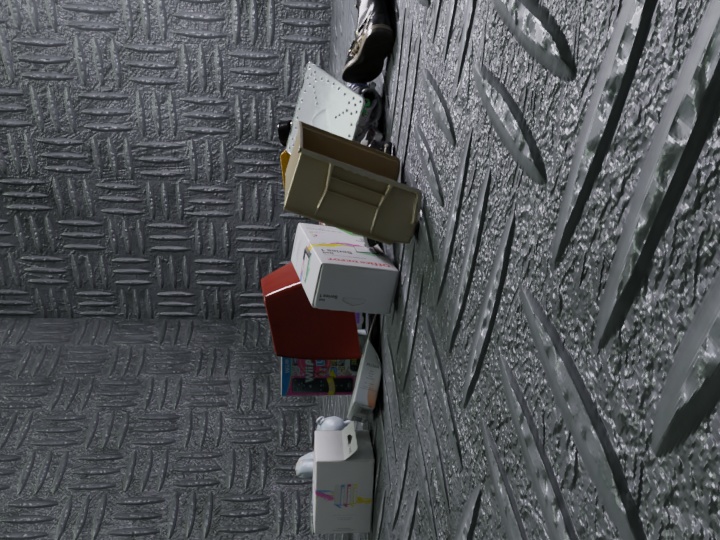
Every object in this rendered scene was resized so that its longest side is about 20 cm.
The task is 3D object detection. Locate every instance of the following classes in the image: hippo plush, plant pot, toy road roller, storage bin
[{"bbox_3d":[-0.100,0.484,1.750,0.200,0.158,0.163,129,140,-80],"label":"hippo plush"},{"bbox_3d":[-0.114,0.081,1.361,0.200,0.175,0.202,-127,26,-70],"label":"plant pot"},{"bbox_3d":[-0.105,-0.262,1.481,0.146,0.122,0.202,15,-112,-73],"label":"toy road roller"},{"bbox_3d":[-0.015,-0.135,0.976,0.200,0.197,0.094,-105,34,-67],"label":"storage bin"}]

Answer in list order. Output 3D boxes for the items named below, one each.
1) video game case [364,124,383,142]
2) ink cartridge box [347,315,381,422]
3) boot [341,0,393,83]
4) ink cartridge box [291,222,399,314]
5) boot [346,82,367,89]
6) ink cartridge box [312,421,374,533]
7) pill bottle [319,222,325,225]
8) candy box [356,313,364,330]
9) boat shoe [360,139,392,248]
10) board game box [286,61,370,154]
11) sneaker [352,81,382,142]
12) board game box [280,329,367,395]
[{"bbox_3d":[-0.009,-0.213,1.365,0.143,0.017,0.201,-106,40,-68],"label":"video game case"},{"bbox_3d":[0.021,0.204,1.325,0.162,0.050,0.202,105,-177,-66],"label":"ink cartridge box"},{"bbox_3d":[0.013,-0.472,1.247,0.200,0.072,0.152,140,131,-70],"label":"boot"},{"bbox_3d":[-0.032,-0.007,1.138,0.200,0.143,0.085,-124,44,-61],"label":"ink cartridge box"},{"bbox_3d":[-0.020,-0.364,1.543,0.091,0.072,0.202,-90,4,-63],"label":"boot"},{"bbox_3d":[-0.039,0.441,1.371,0.129,0.124,0.202,-112,23,-73],"label":"ink cartridge box"},{"bbox_3d":[-0.045,-0.116,1.560,0.200,0.111,0.114,161,110,-83],"label":"pill bottle"},{"bbox_3d":[-0.033,0.091,1.599,0.168,0.071,0.202,-145,57,-82],"label":"candy box"},{"bbox_3d":[0.030,-0.140,1.138,0.074,0.060,0.202,68,-158,-71],"label":"boat shoe"},{"bbox_3d":[-0.071,-0.296,1.308,0.200,0.026,0.201,43,126,36],"label":"board game box"},{"bbox_3d":[-0.015,-0.298,1.319,0.115,0.075,0.202,-171,102,-76],"label":"sneaker"},{"bbox_3d":[-0.087,0.215,1.491,0.064,0.198,0.149,-117,28,-78],"label":"board game box"}]
